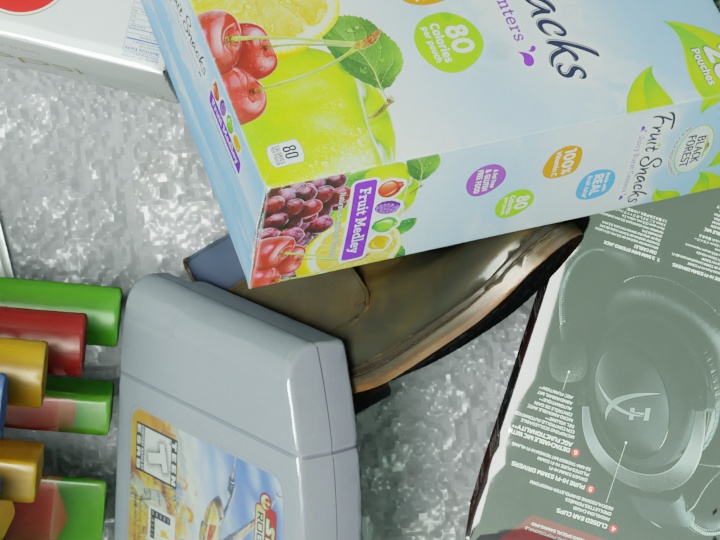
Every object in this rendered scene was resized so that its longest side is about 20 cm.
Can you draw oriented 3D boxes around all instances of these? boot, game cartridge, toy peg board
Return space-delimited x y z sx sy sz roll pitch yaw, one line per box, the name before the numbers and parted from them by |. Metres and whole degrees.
boot | 0.000 0.000 0.999 0.200 0.075 0.097 -35 83 41
game cartridge | -0.053 0.113 1.017 0.041 0.133 0.202 -8 109 -35
toy peg board | -0.154 0.093 0.985 0.097 0.199 0.202 5 105 -3

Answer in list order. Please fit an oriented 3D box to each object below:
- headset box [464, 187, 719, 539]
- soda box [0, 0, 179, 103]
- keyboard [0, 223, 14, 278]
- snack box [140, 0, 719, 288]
headset box | 0.136 0.054 1.021 0.148 0.077 0.201 17 99 3
soda box | -0.166 -0.127 1.025 0.198 0.068 0.064 14 84 3
keyboard | -0.188 -0.028 1.074 0.056 0.011 0.202 -12 96 7
snack box | 0.028 -0.095 0.943 0.199 0.068 0.169 -12 57 -18
